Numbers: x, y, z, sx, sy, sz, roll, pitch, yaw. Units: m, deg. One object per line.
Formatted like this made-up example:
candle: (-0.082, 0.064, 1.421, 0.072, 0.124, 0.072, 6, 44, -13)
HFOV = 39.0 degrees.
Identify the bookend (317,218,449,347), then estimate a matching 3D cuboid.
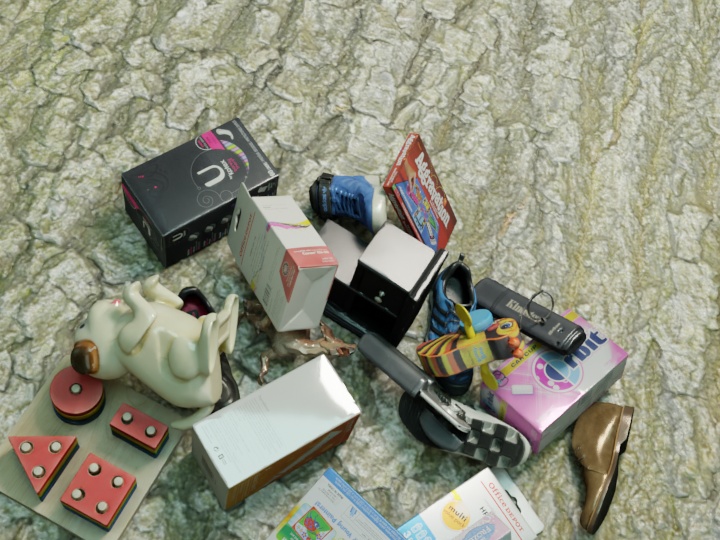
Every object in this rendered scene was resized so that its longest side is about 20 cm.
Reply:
bookend: (0.000, 0.000, 1.433, 0.198, 0.200, 0.092, 32, 63, 6)

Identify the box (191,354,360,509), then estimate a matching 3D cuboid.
box: (-0.115, 0.215, 1.351, 0.199, 0.125, 0.098, -27, 72, -20)

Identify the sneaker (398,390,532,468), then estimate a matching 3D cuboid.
sneaker: (0.147, 0.226, 1.429, 0.199, 0.088, 0.074, 24, 90, 25)

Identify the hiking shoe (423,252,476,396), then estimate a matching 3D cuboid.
hiking shoe: (0.132, 0.081, 1.479, 0.074, 0.087, 0.201, 1, 64, -9)

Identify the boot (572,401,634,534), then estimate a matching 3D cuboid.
boot: (0.330, 0.276, 1.440, 0.075, 0.074, 0.201, 12, 57, 17)

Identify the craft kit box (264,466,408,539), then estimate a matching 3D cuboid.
craft kit box: (-0.031, 0.390, 1.287, 0.200, 0.049, 0.198, 42, 81, 14)

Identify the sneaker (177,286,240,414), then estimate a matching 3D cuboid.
sneaker: (-0.220, 0.112, 1.405, 0.076, 0.084, 0.201, -18, 69, -17)

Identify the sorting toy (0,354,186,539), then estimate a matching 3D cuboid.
sorting toy: (-0.360, 0.229, 1.332, 0.198, 0.070, 0.200, 28, 63, 4)

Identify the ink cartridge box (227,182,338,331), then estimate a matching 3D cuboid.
ink cartridge box: (-0.113, -0.025, 1.413, 0.067, 0.117, 0.200, -5, 42, -32)

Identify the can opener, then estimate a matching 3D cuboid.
can opener: (0.068, 0.168, 1.397, 0.200, 0.053, 0.067, 39, 98, 24)

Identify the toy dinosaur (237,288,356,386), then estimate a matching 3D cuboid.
toy dinosaur: (-0.099, 0.079, 1.449, 0.135, 0.086, 0.200, -11, 50, -26)

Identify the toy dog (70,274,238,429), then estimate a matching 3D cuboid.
toy dog: (-0.273, 0.098, 1.326, 0.199, 0.195, 0.140, 10, 23, 7)

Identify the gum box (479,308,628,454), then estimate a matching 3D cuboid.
gum box: (0.282, 0.153, 1.465, 0.200, 0.066, 0.113, -36, 59, -23)

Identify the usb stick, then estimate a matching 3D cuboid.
usb stick: (0.239, 0.065, 1.484, 0.055, 0.033, 0.200, -38, 43, -21)

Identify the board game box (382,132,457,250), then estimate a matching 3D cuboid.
board game box: (0.092, -0.098, 1.508, 0.019, 0.200, 0.103, 7, 58, 30)

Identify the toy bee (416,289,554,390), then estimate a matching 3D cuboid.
toy bee: (0.174, 0.092, 1.383, 0.200, 0.109, 0.131, -44, 107, 7)

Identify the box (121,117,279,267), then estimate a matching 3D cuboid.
box: (-0.235, -0.116, 1.501, 0.200, 0.106, 0.122, -31, 72, -21)

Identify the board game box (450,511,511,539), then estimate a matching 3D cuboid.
board game box: (0.105, 0.422, 1.250, 0.200, 0.200, 0.043, -29, 42, -21)

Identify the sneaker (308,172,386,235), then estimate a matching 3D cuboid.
sneaker: (-0.020, -0.098, 1.502, 0.111, 0.077, 0.200, -2, 20, -4)

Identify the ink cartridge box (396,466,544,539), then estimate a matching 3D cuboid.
ink cartridge box: (0.151, 0.347, 1.363, 0.200, 0.068, 0.115, -29, 73, -21)
